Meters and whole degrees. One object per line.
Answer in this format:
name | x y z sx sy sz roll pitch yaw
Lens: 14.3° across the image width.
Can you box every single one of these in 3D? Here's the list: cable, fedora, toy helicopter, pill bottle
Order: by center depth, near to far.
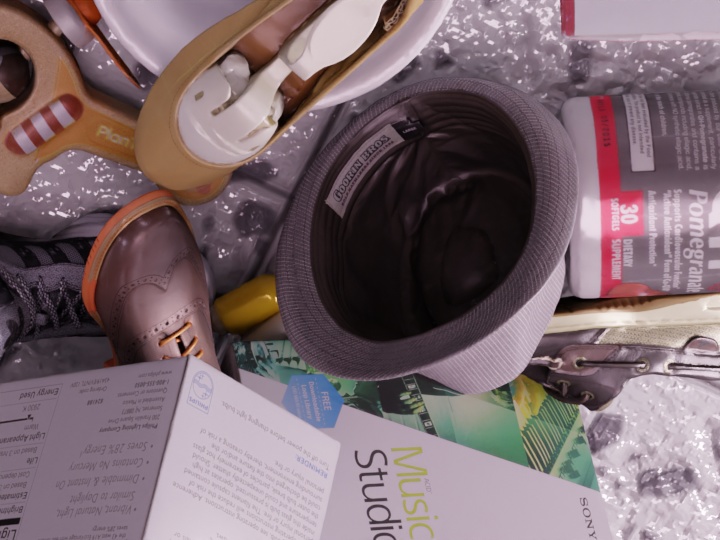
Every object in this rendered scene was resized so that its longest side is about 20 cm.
fedora | 0.048 -0.005 1.521 0.176 0.200 0.090 -27 136 14
pill bottle | 0.209 -0.044 1.558 0.199 0.111 0.111 -3 116 2
toy helicopter | -0.156 -0.095 1.570 0.199 0.079 0.133 22 106 -22
cable | 0.000 0.000 1.615 0.097 0.050 0.200 40 110 -21

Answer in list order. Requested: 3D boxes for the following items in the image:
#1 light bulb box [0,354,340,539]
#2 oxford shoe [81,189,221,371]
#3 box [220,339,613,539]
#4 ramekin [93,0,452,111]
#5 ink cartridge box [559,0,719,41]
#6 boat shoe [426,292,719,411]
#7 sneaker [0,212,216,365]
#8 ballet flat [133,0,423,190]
light bulb box | -0.136 0.166 1.485 0.198 0.201 0.125 -9 149 43
oxford shoe | -0.100 0.036 1.554 0.071 0.073 0.200 -31 146 -20
box | 0.031 0.104 1.588 0.199 0.145 0.036 -1 149 -20
ramekin | -0.044 -0.191 1.496 0.199 0.098 0.201 0 116 1
ink cartridge box | 0.166 -0.217 1.427 0.144 0.200 0.146 -1 115 4
boat shoe | 0.129 0.046 1.593 0.199 0.073 0.065 -7 94 -7
sneaker | -0.178 0.021 1.588 0.199 0.114 0.076 7 117 -7
ballet flat | -0.044 -0.104 1.449 0.069 0.063 0.200 41 110 -17
